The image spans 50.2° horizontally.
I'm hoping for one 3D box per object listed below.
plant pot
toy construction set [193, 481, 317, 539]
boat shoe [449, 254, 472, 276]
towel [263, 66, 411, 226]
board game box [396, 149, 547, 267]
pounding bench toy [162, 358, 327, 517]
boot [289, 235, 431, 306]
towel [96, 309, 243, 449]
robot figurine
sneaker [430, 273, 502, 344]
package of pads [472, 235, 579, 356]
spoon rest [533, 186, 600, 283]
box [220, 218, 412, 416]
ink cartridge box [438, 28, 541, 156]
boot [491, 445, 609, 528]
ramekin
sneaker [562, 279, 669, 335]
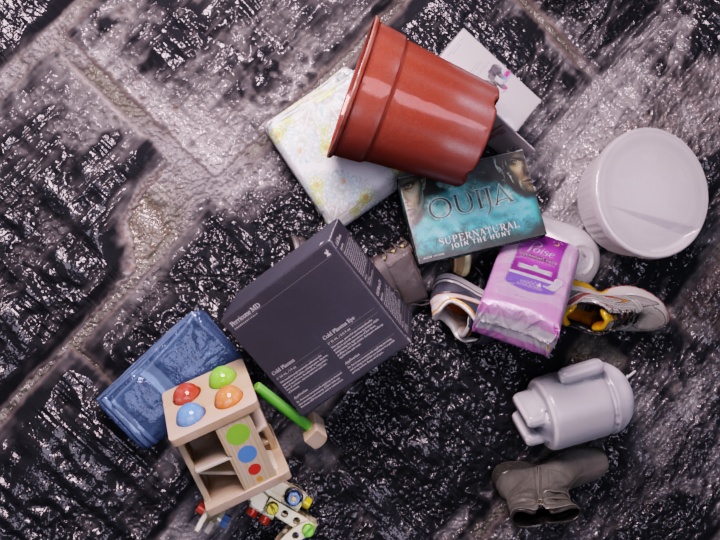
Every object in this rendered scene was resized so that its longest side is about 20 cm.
[{"bbox_3d":[0.075,-0.218,1.067,0.193,0.201,0.203,20,86,-7],"label":"plant pot"},{"bbox_3d":[-0.145,0.365,1.132,0.199,0.092,0.132,32,84,-18],"label":"toy construction set"},{"bbox_3d":[0.131,-0.089,1.190,0.062,0.073,0.203,-8,87,-2],"label":"boat shoe"},{"bbox_3d":[-0.029,-0.187,1.178,0.170,0.048,0.201,-35,94,-5],"label":"towel"},{"bbox_3d":[0.163,-0.093,1.143,0.198,0.028,0.137,-13,80,-6],"label":"board game box"},{"bbox_3d":[-0.159,0.209,1.083,0.198,0.124,0.157,-23,117,-10],"label":"pounding bench toy"},{"bbox_3d":[0.000,0.000,1.172,0.173,0.069,0.201,-31,104,-9],"label":"boot"},{"bbox_3d":[-0.276,0.159,1.130,0.200,0.049,0.112,-43,96,-7],"label":"towel"},{"bbox_3d":[0.337,0.208,1.193,0.198,0.113,0.171,-12,131,-9],"label":"robot figurine"},{"bbox_3d":[0.197,0.080,1.183,0.198,0.079,0.080,21,49,-1],"label":"sneaker"},{"bbox_3d":[0.248,0.027,1.135,0.119,0.076,0.201,20,43,11],"label":"package of pads"},{"bbox_3d":[0.311,-0.053,1.230,0.099,0.061,0.200,-45,109,-6],"label":"spoon rest"},{"bbox_3d":[-0.057,0.065,1.077,0.199,0.104,0.183,-35,105,15],"label":"box"},{"bbox_3d":[0.195,-0.262,1.178,0.200,0.115,0.068,41,83,-7],"label":"ink cartridge box"},{"bbox_3d":[0.307,0.339,1.173,0.197,0.131,0.069,-10,108,-7],"label":"boot"},{"bbox_3d":[0.437,-0.114,1.217,0.200,0.094,0.205,2,83,-13],"label":"ramekin"},{"bbox_3d":[0.391,0.072,1.212,0.197,0.082,0.079,5,121,-6],"label":"sneaker"}]
